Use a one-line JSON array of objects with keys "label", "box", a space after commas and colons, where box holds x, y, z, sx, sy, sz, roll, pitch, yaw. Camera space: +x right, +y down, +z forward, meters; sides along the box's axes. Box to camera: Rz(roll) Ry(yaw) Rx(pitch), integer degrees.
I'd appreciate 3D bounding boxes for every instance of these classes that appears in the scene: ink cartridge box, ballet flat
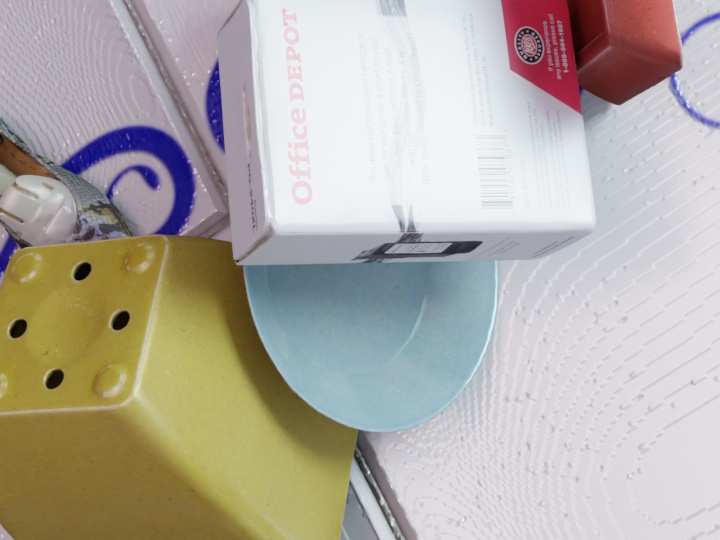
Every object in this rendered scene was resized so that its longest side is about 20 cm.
[{"label": "ink cartridge box", "box": [0.023, -0.082, 1.069, 0.083, 0.200, 0.145, 148, 119, -67]}, {"label": "ballet flat", "box": [-0.248, -0.056, 1.325, 0.200, 0.072, 0.072, 36, 100, 25]}]

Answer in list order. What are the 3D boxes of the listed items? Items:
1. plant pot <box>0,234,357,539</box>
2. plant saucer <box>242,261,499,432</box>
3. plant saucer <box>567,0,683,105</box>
[{"label": "plant pot", "box": [-0.132, 0.078, 1.145, 0.195, 0.200, 0.194, -5, 58, 26]}, {"label": "plant saucer", "box": [0.000, 0.000, 1.140, 0.039, 0.201, 0.201, -8, 79, 51]}, {"label": "plant saucer", "box": [0.133, -0.200, 1.069, 0.037, 0.200, 0.200, -9, 89, -3]}]
